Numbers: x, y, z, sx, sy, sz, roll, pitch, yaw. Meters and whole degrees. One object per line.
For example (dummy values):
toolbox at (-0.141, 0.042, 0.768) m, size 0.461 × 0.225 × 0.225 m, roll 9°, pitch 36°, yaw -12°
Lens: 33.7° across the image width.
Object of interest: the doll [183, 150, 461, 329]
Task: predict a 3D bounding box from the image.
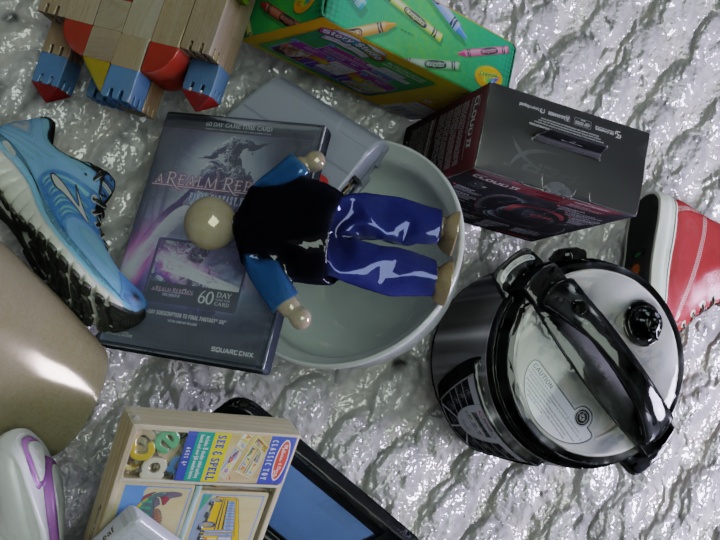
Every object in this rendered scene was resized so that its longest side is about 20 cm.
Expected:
doll at (-0.031, -0.021, 0.871) m, size 0.200 × 0.048 × 0.137 m, roll 10°, pitch 73°, yaw -1°

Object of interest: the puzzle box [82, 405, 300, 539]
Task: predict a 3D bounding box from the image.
puzzle box at (-0.135, 0.195, 0.875) m, size 0.133 × 0.025 × 0.200 m, roll 8°, pitch 112°, yaw -31°

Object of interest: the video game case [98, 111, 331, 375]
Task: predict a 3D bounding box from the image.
video game case at (-0.113, -0.026, 0.927) m, size 0.143 × 0.019 × 0.200 m, roll 7°, pitch 74°, yaw 20°

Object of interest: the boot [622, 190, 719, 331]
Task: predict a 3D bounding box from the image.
boot at (0.310, 0.040, 1.116) m, size 0.144 × 0.072 × 0.200 m, roll 21°, pitch 75°, yaw -18°

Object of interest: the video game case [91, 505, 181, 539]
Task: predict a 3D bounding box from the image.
video game case at (-0.169, 0.284, 0.876) m, size 0.182 × 0.022 × 0.200 m, roll -43°, pitch 128°, yaw -1°

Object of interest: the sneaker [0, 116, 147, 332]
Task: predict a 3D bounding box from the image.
sneaker at (-0.218, -0.044, 0.913) m, size 0.090 × 0.078 × 0.200 m, roll -31°, pitch 77°, yaw -27°

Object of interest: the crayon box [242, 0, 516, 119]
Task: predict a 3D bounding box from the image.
crayon box at (0.015, -0.187, 0.974) m, size 0.200 × 0.119 × 0.058 m, roll 19°, pitch 79°, yaw -37°

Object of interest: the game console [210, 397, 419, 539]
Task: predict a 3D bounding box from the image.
game console at (-0.085, 0.225, 0.937) m, size 0.200 × 0.176 × 0.116 m, roll 41°, pitch 45°, yaw -12°

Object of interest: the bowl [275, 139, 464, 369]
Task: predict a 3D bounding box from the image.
bowl at (0.000, 0.000, 0.976) m, size 0.201 × 0.090 × 0.201 m, roll -9°, pitch 63°, yaw 18°

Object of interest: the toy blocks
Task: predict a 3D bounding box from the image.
toy blocks at (-0.175, -0.184, 0.931) m, size 0.200 × 0.100 × 0.137 m, roll 16°, pitch 85°, yaw 14°

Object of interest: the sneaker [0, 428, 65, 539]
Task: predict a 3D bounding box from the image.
sneaker at (-0.261, 0.197, 0.853) m, size 0.099 × 0.075 × 0.200 m, roll 0°, pitch 126°, yaw -11°

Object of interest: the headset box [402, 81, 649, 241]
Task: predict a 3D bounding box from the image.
headset box at (0.133, -0.086, 0.994) m, size 0.148 × 0.200 × 0.075 m, roll 14°, pitch 80°, yaw -17°

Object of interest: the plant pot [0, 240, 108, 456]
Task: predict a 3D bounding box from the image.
plant pot at (-0.291, 0.053, 0.856) m, size 0.200 × 0.187 × 0.188 m, roll 33°, pitch 75°, yaw -28°

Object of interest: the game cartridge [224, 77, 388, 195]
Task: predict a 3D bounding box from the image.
game cartridge at (-0.087, -0.056, 0.958) m, size 0.133 × 0.041 × 0.200 m, roll 34°, pitch 83°, yaw 29°

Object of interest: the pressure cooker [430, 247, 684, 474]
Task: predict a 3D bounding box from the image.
pressure cooker at (0.166, 0.075, 0.991) m, size 0.176 × 0.200 × 0.179 m, roll 11°, pitch 82°, yaw -19°
